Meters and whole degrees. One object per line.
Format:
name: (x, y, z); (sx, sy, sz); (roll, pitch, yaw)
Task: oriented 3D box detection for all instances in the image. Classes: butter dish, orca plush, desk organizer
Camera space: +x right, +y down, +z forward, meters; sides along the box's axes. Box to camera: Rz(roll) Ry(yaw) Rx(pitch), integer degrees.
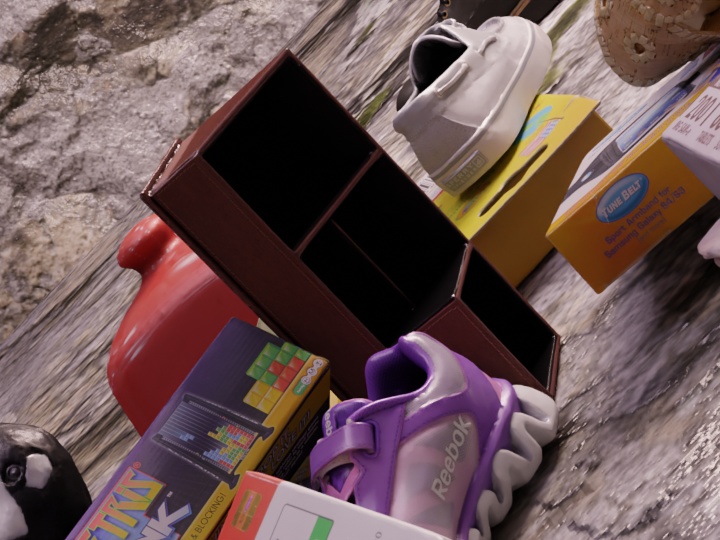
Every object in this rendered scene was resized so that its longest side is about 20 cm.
butter dish: (-0.092, 0.026, 1.263); (0.200, 0.148, 0.199); (-44, 4, 15)
orca plush: (-0.136, 0.171, 0.988); (0.071, 0.201, 0.105); (-12, -17, 10)
desk organizer: (0.000, 0.000, 0.929); (0.077, 0.200, 0.072); (-39, 13, 22)

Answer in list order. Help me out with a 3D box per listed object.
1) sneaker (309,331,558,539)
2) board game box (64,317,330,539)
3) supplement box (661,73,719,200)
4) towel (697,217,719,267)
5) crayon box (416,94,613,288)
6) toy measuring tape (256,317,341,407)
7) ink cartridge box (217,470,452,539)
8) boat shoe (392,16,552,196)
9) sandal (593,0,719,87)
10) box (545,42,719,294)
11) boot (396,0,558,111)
sneaker: (0.010, 0.102, 0.827); (0.080, 0.088, 0.200); (-32, 21, 42)
board game box: (-0.086, 0.147, 0.905); (0.200, 0.056, 0.166); (-54, -21, -33)
supplement box: (0.205, -0.094, 0.701); (0.200, 0.061, 0.109); (-46, 10, 4)
towel: (0.229, -0.065, 0.747); (0.191, 0.032, 0.200); (-49, 11, -6)
crayon box: (0.081, -0.040, 1.138); (0.127, 0.051, 0.200); (-47, 11, -2)
toy measuring tape: (-0.028, 0.049, 1.088); (0.073, 0.073, 0.201); (-31, 48, 52)
ink cartridge box: (-0.029, 0.137, 0.742); (0.200, 0.050, 0.109); (10, 75, 56)
boat shoe: (0.058, -0.112, 1.161); (0.072, 0.069, 0.200); (-39, 14, 33)
sandal: (0.142, -0.115, 0.927); (0.070, 0.077, 0.212); (-62, -2, -2)
box: (0.152, -0.064, 0.935); (0.119, 0.041, 0.200); (-43, 5, 19)
boot: (0.067, -0.225, 1.587); (0.200, 0.138, 0.077); (-47, 12, 2)
